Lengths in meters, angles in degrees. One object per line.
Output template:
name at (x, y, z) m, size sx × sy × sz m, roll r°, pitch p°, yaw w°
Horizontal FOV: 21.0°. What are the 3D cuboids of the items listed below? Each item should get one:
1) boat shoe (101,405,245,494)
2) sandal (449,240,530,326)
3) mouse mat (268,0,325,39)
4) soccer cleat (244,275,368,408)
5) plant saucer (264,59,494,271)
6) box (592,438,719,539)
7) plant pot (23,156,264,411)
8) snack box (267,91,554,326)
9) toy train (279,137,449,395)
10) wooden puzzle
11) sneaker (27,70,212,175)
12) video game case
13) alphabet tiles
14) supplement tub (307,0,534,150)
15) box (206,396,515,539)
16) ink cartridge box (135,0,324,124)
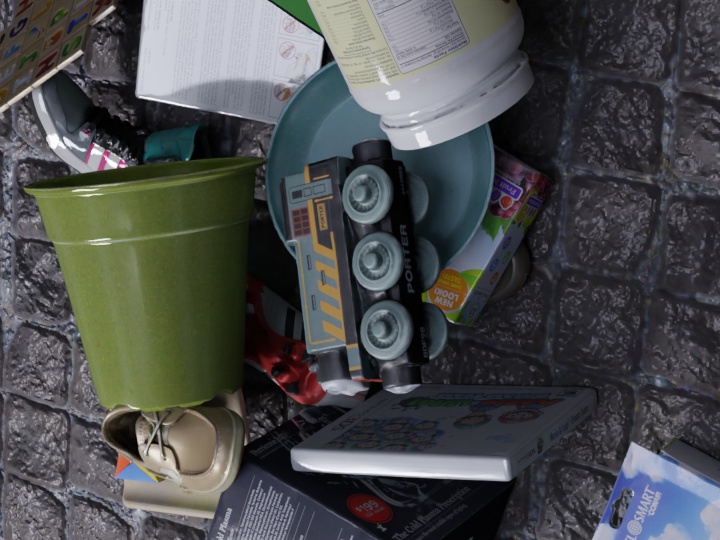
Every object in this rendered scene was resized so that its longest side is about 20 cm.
boat shoe at (-0.158, 0.142, 1.622) m, size 0.200 × 0.065 × 0.073 m, roll 4°, pitch 81°, yaw 62°
sandal at (0.057, 0.029, 1.661) m, size 0.199 × 0.054 × 0.082 m, roll -28°, pitch 88°, yaw 32°
mouse mat at (-0.036, -0.264, 1.595) m, size 0.199 × 0.008 × 0.161 m, roll 36°, pitch 140°, yaw 13°
soccer cleat at (-0.068, 0.065, 1.729) m, size 0.200 × 0.085 × 0.069 m, roll 37°, pitch 100°, yaw 47°
plant saucer at (0.019, -0.080, 1.586) m, size 0.198 × 0.036 × 0.202 m, roll -2°, pitch 83°, yaw 21°
box at (0.295, 0.227, 1.579) m, size 0.199 × 0.048 × 0.123 m, roll 28°, pitch 114°, yaw 21°
plant pot at (-0.167, 0.012, 1.609) m, size 0.199 × 0.200 × 0.192 m, roll -2°, pitch 99°, yaw 30°
snack box at (0.040, -0.064, 1.624) m, size 0.199 × 0.053 × 0.143 m, roll 32°, pitch 97°, yaw 21°
toy train at (0.000, 0.000, 1.528) m, size 0.113 × 0.085 × 0.202 m, roll -12°, pitch 82°, yaw 32°
wooden puzzle at (-0.176, 0.123, 1.748) m, size 0.184 × 0.046 × 0.202 m, roll 0°, pitch 100°, yaw 44°
sneaker at (-0.198, -0.113, 1.735) m, size 0.120 × 0.084 × 0.200 m, roll -23°, pitch 118°, yaw 29°
video game case at (0.071, 0.130, 1.604) m, size 0.199 × 0.182 × 0.024 m, roll 0°, pitch 104°, yaw 30°
alphabet tiles at (-0.280, -0.220, 1.747) m, size 0.199 × 0.167 × 0.006 m, roll -30°, pitch 127°, yaw 32°
supplement tub at (0.036, -0.208, 1.463) m, size 0.144 × 0.145 × 0.201 m, roll -15°, pitch 112°, yaw 31°
box at (0.001, 0.207, 1.653) m, size 0.181 × 0.200 × 0.105 m, roll 27°, pitch 115°, yaw 21°
ink cartridge box at (-0.094, -0.214, 1.704) m, size 0.198 × 0.057 × 0.164 m, roll 11°, pitch 108°, yaw 7°
